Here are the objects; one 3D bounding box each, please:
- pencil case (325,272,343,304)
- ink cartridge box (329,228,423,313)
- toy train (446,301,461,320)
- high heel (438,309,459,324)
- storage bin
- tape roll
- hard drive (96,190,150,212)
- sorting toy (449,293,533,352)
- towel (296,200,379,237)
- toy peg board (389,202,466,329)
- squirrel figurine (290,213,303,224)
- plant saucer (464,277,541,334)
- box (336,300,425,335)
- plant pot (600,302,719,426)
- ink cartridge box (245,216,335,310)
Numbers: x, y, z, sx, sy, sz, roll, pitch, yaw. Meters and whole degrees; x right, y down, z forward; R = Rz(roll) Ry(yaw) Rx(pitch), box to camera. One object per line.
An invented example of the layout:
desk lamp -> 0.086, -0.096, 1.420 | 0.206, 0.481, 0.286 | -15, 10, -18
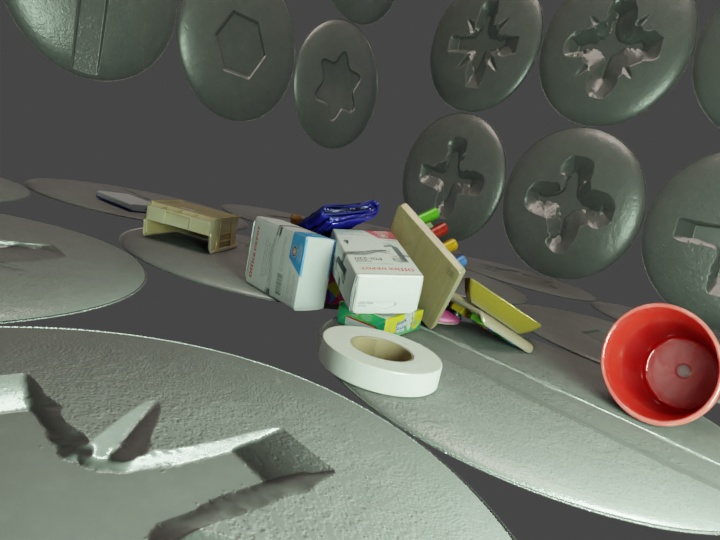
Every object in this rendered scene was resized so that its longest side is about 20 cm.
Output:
pencil case -> -0.097, 0.014, 1.250 | 0.086, 0.091, 0.199 | 8, 9, -27
ink cartridge box -> 0.024, -0.003, 1.088 | 0.141, 0.087, 0.201 | 1, 30, -19
toy train -> 0.223, 0.085, 1.399 | 0.033, 0.047, 0.200 | 11, 10, -9
high heel -> 0.144, 0.061, 1.261 | 0.195, 0.099, 0.067 | 16, 2, 21
storage bin -> -0.458, -0.124, 1.485 | 0.194, 0.097, 0.199 | 15, 10, 7
tape roll -> 0.031, 0.138, 0.852 | 0.196, 0.038, 0.203 | 14, 9, -2
hard drive -> -0.784, -0.232, 1.841 | 0.196, 0.026, 0.131 | 20, 11, 30
sorting toy -> 0.279, 0.114, 1.240 | 0.183, 0.037, 0.200 | 31, 5, -29
towel -> -0.060, -0.102, 1.205 | 0.144, 0.051, 0.199 | -9, -6, -29
toy peg board -> 0.152, -0.021, 1.178 | 0.096, 0.202, 0.200 | -25, 62, -30
squirrel figurine -> -0.080, -0.063, 1.481 | 0.182, 0.146, 0.198 | 3, -9, 32
plant saucer -> 0.336, 0.092, 1.340 | 0.197, 0.049, 0.200 | 35, 4, 7
box -> 0.049, 0.091, 1.121 | 0.115, 0.050, 0.198 | 19, 14, 29
plant pot -> 0.559, 0.176, 0.971 | 0.175, 0.206, 0.198 | 18, 3, -43
ink cartridge box -> -0.153, -0.019, 1.148 | 0.084, 0.151, 0.198 | 3, 14, -42
